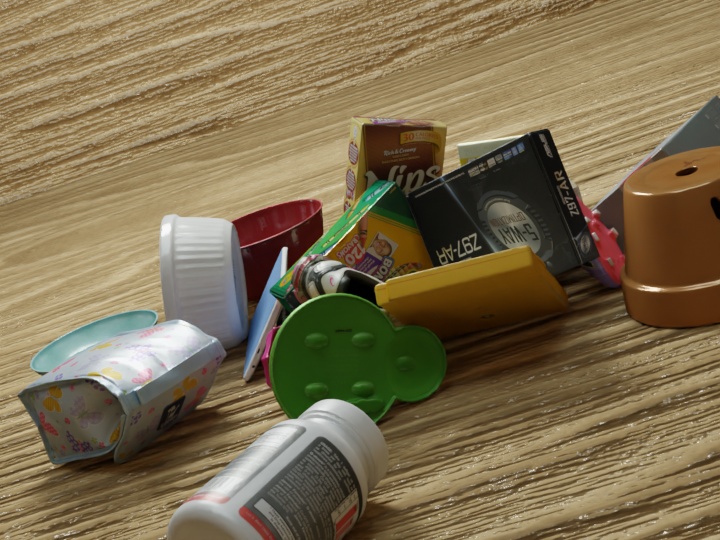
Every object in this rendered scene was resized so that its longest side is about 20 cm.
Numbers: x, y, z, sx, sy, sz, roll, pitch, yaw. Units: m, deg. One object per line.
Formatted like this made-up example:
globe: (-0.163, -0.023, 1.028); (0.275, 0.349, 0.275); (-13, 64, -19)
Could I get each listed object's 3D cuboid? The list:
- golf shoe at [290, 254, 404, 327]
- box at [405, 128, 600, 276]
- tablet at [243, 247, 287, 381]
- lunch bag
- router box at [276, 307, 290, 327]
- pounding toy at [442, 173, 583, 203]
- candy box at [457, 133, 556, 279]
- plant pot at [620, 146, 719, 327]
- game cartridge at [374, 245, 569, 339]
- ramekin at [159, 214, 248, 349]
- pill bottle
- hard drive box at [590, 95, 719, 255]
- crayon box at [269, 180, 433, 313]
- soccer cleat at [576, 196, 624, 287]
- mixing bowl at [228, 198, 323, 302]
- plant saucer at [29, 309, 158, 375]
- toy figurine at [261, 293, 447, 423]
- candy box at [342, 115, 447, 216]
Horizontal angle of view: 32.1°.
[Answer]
golf shoe: (0.012, 0.047, 1.442); (0.092, 0.200, 0.073); (18, 84, 48)
box: (0.162, -0.054, 1.466); (0.200, 0.161, 0.043); (-24, -4, 41)
tablet: (-0.122, 0.054, 1.643); (0.014, 0.131, 0.200); (22, 15, -9)
lunch bag: (-0.276, 0.145, 1.491); (0.200, 0.128, 0.169); (-18, 11, 41)
router box: (-0.041, 0.037, 1.690); (0.149, 0.051, 0.200); (-21, 17, 1)
pounding toy: (0.183, -0.076, 1.642); (0.183, 0.143, 0.200); (-19, 17, 1)
candy box: (0.177, -0.059, 1.499); (0.102, 0.201, 0.026); (-3, 10, 44)
plant pot: (0.366, -0.045, 1.349); (0.199, 0.141, 0.200); (-18, 17, 6)
game cartridge: (0.126, 0.027, 1.385); (0.176, 0.033, 0.200); (-14, -20, 16)
ramekin: (-0.209, 0.019, 1.702); (0.094, 0.203, 0.202); (-7, 17, 1)
pill bottle: (-0.065, 0.201, 1.090); (0.115, 0.116, 0.200); (-6, 21, 38)
hard drive box: (0.380, -0.112, 1.546); (0.156, 0.077, 0.200); (-46, -5, 41)
crayon box: (0.000, 0.000, 1.540); (0.200, 0.119, 0.058); (-46, 23, -12)
soccer cleat: (0.243, -0.053, 1.497); (0.076, 0.200, 0.067); (-45, -20, 32)
mixing bowl: (-0.135, -0.021, 1.880); (0.199, 0.109, 0.200); (-17, 17, 5)
plant saucer: (-0.387, 0.117, 1.853); (0.199, 0.036, 0.200); (-17, 17, 5)
toy figurine: (-0.030, 0.099, 1.397); (0.199, 0.151, 0.184); (-2, 1, -20)
candy box: (0.040, -0.094, 1.611); (0.116, 0.201, 0.056); (0, 16, -18)
